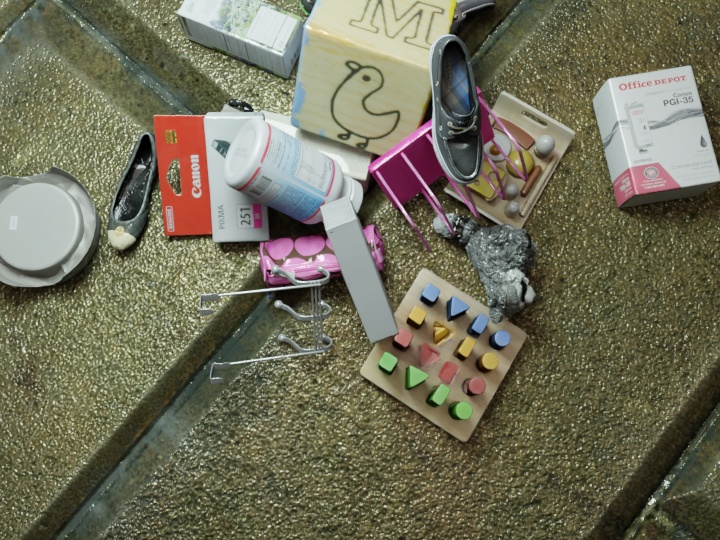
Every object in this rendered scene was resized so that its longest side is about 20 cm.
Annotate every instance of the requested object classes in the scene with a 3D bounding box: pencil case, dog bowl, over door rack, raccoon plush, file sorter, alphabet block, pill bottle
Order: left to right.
[{"bbox_3d":[-0.518,-0.067,1.155,0.197,0.059,0.203,0,78,1],"label":"dog bowl"},{"bbox_3d":[-0.142,0.074,1.073,0.198,0.149,0.067,-14,37,-17],"label":"over door rack"},{"bbox_3d":[-0.097,-0.137,1.071,0.199,0.108,0.110,25,77,-32],"label":"pill bottle"},{"bbox_3d":[-0.058,-0.018,1.124,0.197,0.094,0.092,-11,97,-1],"label":"pencil case"},{"bbox_3d":[0.019,-0.320,1.099,0.198,0.196,0.198,17,53,0],"label":"alphabet block"},{"bbox_3d":[0.140,-0.143,1.082,0.199,0.139,0.126,-35,63,5],"label":"file sorter"},{"bbox_3d":[0.184,0.001,1.113,0.198,0.097,0.135,15,55,31],"label":"raccoon plush"}]

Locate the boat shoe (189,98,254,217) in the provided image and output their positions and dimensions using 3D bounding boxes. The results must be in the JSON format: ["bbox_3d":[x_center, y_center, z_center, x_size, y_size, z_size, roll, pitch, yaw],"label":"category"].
[{"bbox_3d":[-0.223,-0.188,1.178,0.074,0.093,0.201,24,107,-13],"label":"boat shoe"}]

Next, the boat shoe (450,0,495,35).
[{"bbox_3d":[0.142,-0.421,1.219,0.198,0.072,0.066,-19,91,-7],"label":"boat shoe"}]

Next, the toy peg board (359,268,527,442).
[{"bbox_3d":[0.132,0.125,1.093,0.199,0.098,0.200,32,81,6],"label":"toy peg board"}]

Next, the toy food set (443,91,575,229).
[{"bbox_3d":[0.244,-0.176,1.170,0.143,0.060,0.201,31,81,6],"label":"toy food set"}]

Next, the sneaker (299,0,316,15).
[{"bbox_3d":[-0.008,-0.481,1.221,0.197,0.084,0.078,-8,78,-1],"label":"sneaker"}]

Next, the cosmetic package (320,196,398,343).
[{"bbox_3d":[0.000,0.000,1.044,0.050,0.083,0.202,-19,120,3],"label":"cosmetic package"}]

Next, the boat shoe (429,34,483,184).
[{"bbox_3d":[0.133,-0.213,0.954,0.069,0.066,0.203,-7,103,-2],"label":"boat shoe"}]

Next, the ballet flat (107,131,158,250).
[{"bbox_3d":[-0.376,-0.132,1.168,0.066,0.057,0.202,11,79,4],"label":"ballet flat"}]

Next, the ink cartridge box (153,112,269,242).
[{"bbox_3d":[-0.232,-0.145,1.121,0.171,0.044,0.202,-2,111,-6],"label":"ink cartridge box"}]

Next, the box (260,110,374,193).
[{"bbox_3d":[-0.077,-0.194,1.172,0.198,0.068,0.083,14,78,4],"label":"box"}]

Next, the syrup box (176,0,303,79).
[{"bbox_3d":[-0.201,-0.412,1.210,0.198,0.082,0.079,23,78,5],"label":"syrup box"}]

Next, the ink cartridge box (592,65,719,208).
[{"bbox_3d":[0.479,-0.218,1.165,0.145,0.083,0.203,-9,79,-1],"label":"ink cartridge box"}]
